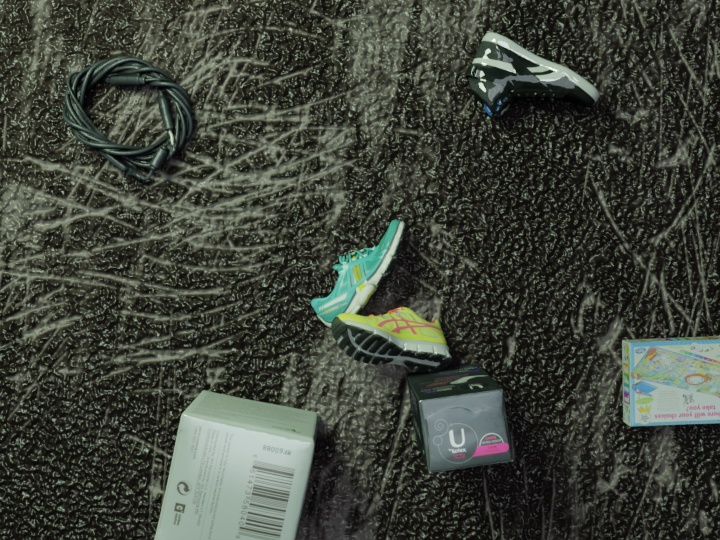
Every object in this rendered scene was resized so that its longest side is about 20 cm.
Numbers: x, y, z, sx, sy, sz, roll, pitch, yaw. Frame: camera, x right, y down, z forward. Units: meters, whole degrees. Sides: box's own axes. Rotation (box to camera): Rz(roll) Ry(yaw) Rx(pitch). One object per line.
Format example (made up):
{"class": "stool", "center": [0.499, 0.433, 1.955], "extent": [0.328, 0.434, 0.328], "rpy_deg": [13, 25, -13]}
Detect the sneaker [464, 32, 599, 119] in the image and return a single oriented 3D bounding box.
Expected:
{"class": "sneaker", "center": [0.256, -0.271, 1.153], "extent": [0.199, 0.073, 0.112], "rpy_deg": [29, 95, 6]}

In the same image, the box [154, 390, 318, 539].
{"class": "box", "center": [-0.177, 0.306, 1.116], "extent": [0.198, 0.171, 0.201], "rpy_deg": [12, 92, -1]}

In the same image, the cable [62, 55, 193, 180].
{"class": "cable", "center": [-0.359, -0.249, 1.146], "extent": [0.200, 0.051, 0.164], "rpy_deg": [38, 91, -2]}

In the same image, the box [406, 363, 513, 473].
{"class": "box", "center": [0.140, 0.213, 1.104], "extent": [0.121, 0.200, 0.107], "rpy_deg": [-8, 93, 0]}

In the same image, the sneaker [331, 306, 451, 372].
{"class": "sneaker", "center": [0.045, 0.093, 1.147], "extent": [0.199, 0.078, 0.091], "rpy_deg": [18, 51, -23]}

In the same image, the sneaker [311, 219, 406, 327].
{"class": "sneaker", "center": [0.000, 0.000, 1.157], "extent": [0.079, 0.078, 0.200], "rpy_deg": [37, 92, 6]}

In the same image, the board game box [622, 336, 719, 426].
{"class": "board game box", "center": [0.522, 0.176, 1.194], "extent": [0.198, 0.034, 0.136], "rpy_deg": [-2, 93, -1]}
